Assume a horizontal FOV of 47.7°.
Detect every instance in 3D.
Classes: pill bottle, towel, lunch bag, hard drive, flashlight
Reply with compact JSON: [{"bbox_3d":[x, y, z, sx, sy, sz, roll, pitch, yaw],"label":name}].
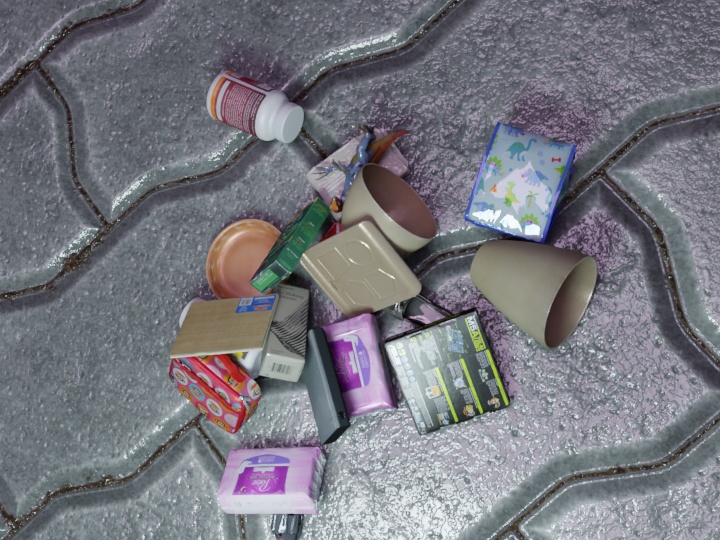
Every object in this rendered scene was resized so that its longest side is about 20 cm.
[{"bbox_3d":[-0.281,0.137,1.715,0.199,0.109,0.110,28,88,19],"label":"pill bottle"},{"bbox_3d":[-0.004,-0.209,1.736,0.199,0.034,0.133,-35,71,2],"label":"towel"},{"bbox_3d":[0.314,-0.162,1.598,0.169,0.128,0.201,18,75,18],"label":"lunch bag"},{"bbox_3d":[-0.075,0.231,1.621,0.033,0.140,0.202,-9,68,-20],"label":"hard drive"},{"bbox_3d":[-0.230,-0.356,1.795,0.199,0.113,0.114,26,87,19],"label":"pill bottle"},{"bbox_3d":[-0.166,0.581,1.620,0.067,0.068,0.202,5,82,18],"label":"flashlight"},{"bbox_3d":[-0.294,0.223,1.659,0.199,0.177,0.082,38,50,10],"label":"lunch bag"}]

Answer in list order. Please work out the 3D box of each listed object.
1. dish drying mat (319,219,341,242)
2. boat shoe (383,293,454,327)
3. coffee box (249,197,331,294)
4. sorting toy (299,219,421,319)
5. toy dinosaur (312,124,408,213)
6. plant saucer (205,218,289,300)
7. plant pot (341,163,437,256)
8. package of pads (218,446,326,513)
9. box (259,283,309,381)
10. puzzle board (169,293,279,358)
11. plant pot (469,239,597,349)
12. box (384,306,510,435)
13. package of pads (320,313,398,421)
[{"bbox_3d":[0.004,-0.024,1.714,0.200,0.018,0.077,43,92,19],"label":"dish drying mat"},{"bbox_3d":[0.120,0.082,1.632,0.199,0.057,0.067,25,87,14],"label":"boat shoe"},{"bbox_3d":[-0.143,-0.051,1.663,0.044,0.123,0.201,40,50,-13],"label":"coffee box"},{"bbox_3d":[0.000,0.000,1.612,0.199,0.037,0.185,-26,112,39],"label":"sorting toy"},{"bbox_3d":[-0.003,-0.207,1.678,0.198,0.105,0.183,4,98,0],"label":"toy dinosaur"},{"bbox_3d":[-0.239,-0.011,1.771,0.198,0.037,0.202,-3,79,15],"label":"plant saucer"},{"bbox_3d":[0.038,-0.097,1.643,0.134,0.200,0.201,-45,70,27],"label":"plant pot"},{"bbox_3d":[-0.173,0.419,1.619,0.198,0.076,0.121,-5,42,14],"label":"package of pads"},{"bbox_3d":[-0.151,0.122,1.639,0.081,0.069,0.201,12,42,-12],"label":"box"},{"bbox_3d":[-0.267,0.111,1.617,0.198,0.018,0.151,-6,39,16],"label":"puzzle board"},{"bbox_3d":[0.314,0.021,1.547,0.199,0.187,0.188,28,88,32],"label":"plant pot"},{"bbox_3d":[0.168,0.196,1.578,0.192,0.048,0.202,-21,96,9],"label":"box"},{"bbox_3d":[-0.005,0.198,1.643,0.119,0.076,0.202,-17,75,12],"label":"package of pads"}]
